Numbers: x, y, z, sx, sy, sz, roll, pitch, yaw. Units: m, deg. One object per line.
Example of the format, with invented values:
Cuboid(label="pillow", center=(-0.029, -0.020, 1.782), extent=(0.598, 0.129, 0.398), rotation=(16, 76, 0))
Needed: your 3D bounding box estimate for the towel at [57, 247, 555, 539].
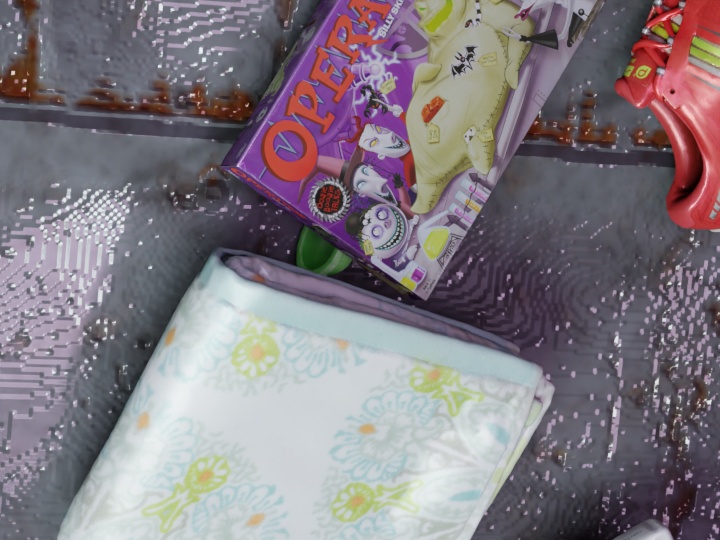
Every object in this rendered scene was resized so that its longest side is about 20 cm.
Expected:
Cuboid(label="towel", center=(-0.023, 0.089, 1.381), extent=(0.200, 0.048, 0.171), rotation=(19, 108, -28))

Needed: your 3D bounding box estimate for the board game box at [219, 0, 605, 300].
Cuboid(label="board game box", center=(0.033, -0.101, 1.376), extent=(0.120, 0.032, 0.200), rotation=(34, 80, -17))

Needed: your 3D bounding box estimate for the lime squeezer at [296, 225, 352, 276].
Cuboid(label="lime squeezer", center=(0.000, 0.000, 1.401), extent=(0.071, 0.038, 0.200), rotation=(-17, 105, -13))

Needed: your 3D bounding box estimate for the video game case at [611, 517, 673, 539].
Cuboid(label="video game case", center=(0.111, 0.251, 1.438), extent=(0.182, 0.023, 0.200), rotation=(-30, 111, -11))

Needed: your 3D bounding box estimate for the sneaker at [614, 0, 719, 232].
Cuboid(label="sneaker", center=(0.163, -0.111, 1.409), extent=(0.085, 0.077, 0.200), rotation=(-17, 106, -10))
